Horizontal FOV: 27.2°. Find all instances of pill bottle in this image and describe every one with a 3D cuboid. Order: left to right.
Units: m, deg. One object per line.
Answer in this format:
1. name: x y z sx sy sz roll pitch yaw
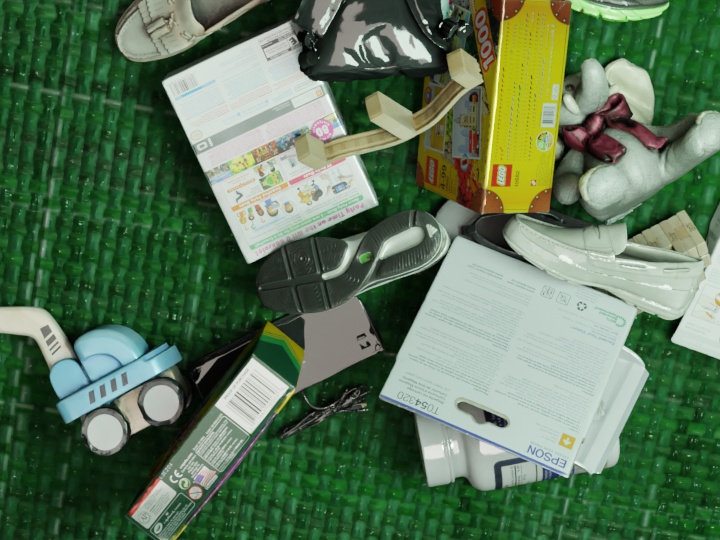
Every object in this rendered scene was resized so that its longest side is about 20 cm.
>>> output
1. pill bottle: 0.158 0.165 1.538 0.198 0.111 0.112 -10 104 -1

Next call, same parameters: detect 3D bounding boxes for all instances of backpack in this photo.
1. backpack: 0.007 -0.282 1.398 0.165 0.127 0.202 -4 89 -11

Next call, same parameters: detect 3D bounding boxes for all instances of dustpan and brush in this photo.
1. dustpan and brush: 0.171 0.099 1.476 0.198 0.057 0.140 22 60 20

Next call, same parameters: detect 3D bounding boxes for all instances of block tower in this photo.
1. block tower: 0.259 0.017 1.528 0.199 0.058 0.054 -27 133 4

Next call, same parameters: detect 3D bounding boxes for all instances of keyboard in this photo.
1. keyboard: -0.068 0.112 1.559 0.199 0.021 0.128 -25 98 4

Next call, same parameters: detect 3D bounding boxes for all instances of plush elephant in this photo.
1. plush elephant: 0.238 -0.138 1.456 0.164 0.200 0.156 -27 82 -10

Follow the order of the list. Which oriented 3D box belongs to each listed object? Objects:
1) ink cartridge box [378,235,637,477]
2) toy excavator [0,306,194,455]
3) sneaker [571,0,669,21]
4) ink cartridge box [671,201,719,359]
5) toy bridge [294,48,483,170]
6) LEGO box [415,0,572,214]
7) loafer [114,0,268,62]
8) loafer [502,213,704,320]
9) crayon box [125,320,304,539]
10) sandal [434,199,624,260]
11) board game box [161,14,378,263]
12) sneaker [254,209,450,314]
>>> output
1. ink cartridge box: 0.142 0.085 1.437 0.195 0.043 0.201 22 63 12
2. toy excavator: -0.288 0.091 1.511 0.193 0.100 0.201 -27 91 1
3. sneaker: 0.213 -0.297 1.447 0.198 0.077 0.084 18 106 -9
4. ink cartridge box: 0.431 0.004 1.556 0.161 0.050 0.202 19 110 -8
5. toy bridge: 0.030 -0.144 1.403 0.199 0.067 0.027 -26 63 27
6. LEGO box: 0.124 -0.167 1.428 0.076 0.149 0.202 -1 104 -24
7. loafer: -0.150 -0.261 1.439 0.199 0.063 0.072 -26 105 3
8. loafer: 0.235 -0.018 1.441 0.198 0.070 0.070 19 113 -8
9. crayon box: -0.139 0.156 1.467 0.058 0.173 0.200 38 97 -6
10. sandal: 0.168 -0.038 1.499 0.198 0.043 0.077 10 93 14
11. board game box: -0.087 -0.130 1.476 0.146 0.064 0.202 -23 103 3
12. sneaker: 0.000 0.000 1.492 0.199 0.115 0.076 -17 79 15
